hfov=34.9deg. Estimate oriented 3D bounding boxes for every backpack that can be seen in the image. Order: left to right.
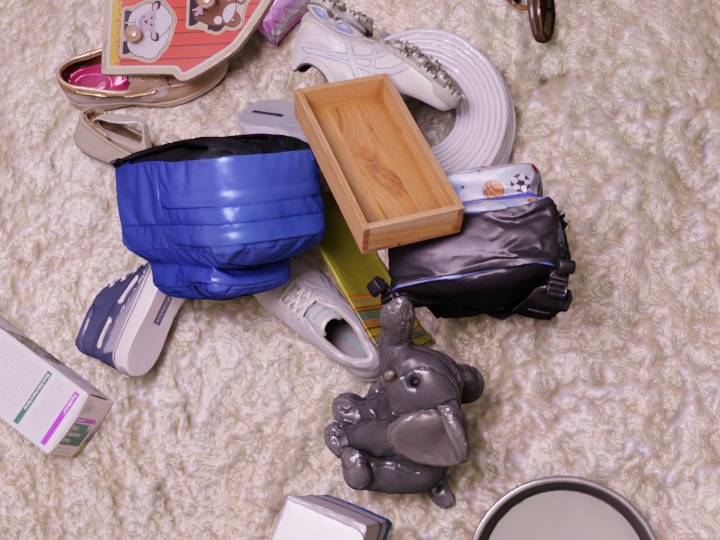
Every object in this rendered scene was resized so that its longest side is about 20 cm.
[{"bbox_3d":[-0.128,-0.057,1.162,0.199,0.162,0.169,-5,98,47],"label":"backpack"},{"bbox_3d":[0.123,-0.020,1.151,0.198,0.191,0.155,-3,73,15],"label":"backpack"}]

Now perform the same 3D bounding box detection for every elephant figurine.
[{"bbox_3d":[0.060,0.134,1.123,0.200,0.154,0.142,-49,51,41],"label":"elephant figurine"}]

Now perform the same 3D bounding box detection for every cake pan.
[{"bbox_3d":[0.205,0.309,1.149,0.198,0.037,0.202,-2,78,9],"label":"cake pan"}]

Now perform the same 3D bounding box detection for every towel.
[{"bbox_3d":[0.000,0.000,1.222,0.018,0.086,0.201,-40,72,32],"label":"towel"}]

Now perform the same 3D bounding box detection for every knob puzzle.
[{"bbox_3d":[-0.193,-0.308,1.267,0.218,0.030,0.222,-2,80,10],"label":"knob puzzle"}]

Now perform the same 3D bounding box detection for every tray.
[{"bbox_3d":[0.014,-0.106,1.089,0.098,0.037,0.201,-12,51,-16],"label":"tray"}]

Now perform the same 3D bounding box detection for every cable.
[{"bbox_3d":[0.070,-0.163,1.249,0.199,0.069,0.201,25,84,13],"label":"cable"}]

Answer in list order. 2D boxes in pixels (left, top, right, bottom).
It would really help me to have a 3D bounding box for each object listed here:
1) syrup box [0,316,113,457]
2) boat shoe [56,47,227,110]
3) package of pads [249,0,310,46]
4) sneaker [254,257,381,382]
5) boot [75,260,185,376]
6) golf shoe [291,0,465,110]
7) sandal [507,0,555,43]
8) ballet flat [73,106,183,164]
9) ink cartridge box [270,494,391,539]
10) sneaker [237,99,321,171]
[{"bbox_3d":[-0.381,0.118,1.263,0.199,0.079,0.082,34,86,14],"label":"syrup box"},{"bbox_3d":[-0.254,-0.228,1.316,0.198,0.069,0.074,-12,77,7],"label":"boat shoe"},{"bbox_3d":[-0.123,-0.370,1.320,0.120,0.076,0.200,-42,75,-3],"label":"package of pads"},{"bbox_3d":[-0.047,0.041,1.224,0.200,0.080,0.071,36,88,16],"label":"sneaker"},{"bbox_3d":[-0.241,0.014,1.269,0.090,0.073,0.201,17,70,31],"label":"boot"},{"bbox_3d":[0.015,-0.206,1.206,0.199,0.078,0.098,34,106,18],"label":"golf shoe"},{"bbox_3d":[0.170,-0.339,1.266,0.054,0.082,0.202,-20,77,22],"label":"sandal"},{"bbox_3d":[-0.236,-0.132,1.289,0.199,0.069,0.070,23,83,13],"label":"ballet flat"},{"bbox_3d":[-0.041,0.299,1.108,0.085,0.200,0.147,21,82,13],"label":"ink cartridge box"},{"bbox_3d":[-0.051,-0.137,1.228,0.073,0.071,0.199,-45,39,-19],"label":"sneaker"}]
